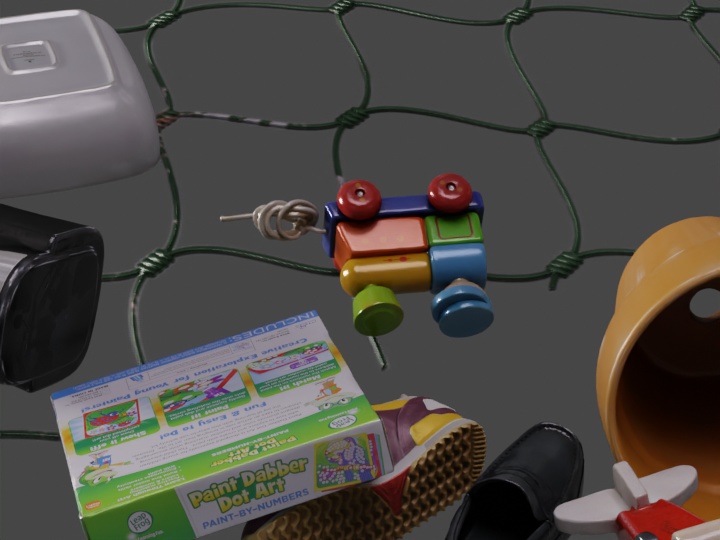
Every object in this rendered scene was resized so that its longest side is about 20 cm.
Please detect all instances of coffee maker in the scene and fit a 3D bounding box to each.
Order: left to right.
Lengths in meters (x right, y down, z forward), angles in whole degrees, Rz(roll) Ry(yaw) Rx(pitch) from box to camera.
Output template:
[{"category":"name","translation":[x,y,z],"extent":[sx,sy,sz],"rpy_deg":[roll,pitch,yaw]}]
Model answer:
[{"category":"coffee maker","translation":[-0.289,-0.006,1.592],"extent":[0.199,0.135,0.192],"rpy_deg":[17,39,18]}]

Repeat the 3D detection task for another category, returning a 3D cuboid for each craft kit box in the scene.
[{"category":"craft kit box","translation":[-0.096,0.106,1.456],"extent":[0.199,0.049,0.198],"rpy_deg":[-17,20,-7]}]

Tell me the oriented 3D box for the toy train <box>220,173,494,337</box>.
[{"category":"toy train","translation":[0.000,0.000,1.648],"extent":[0.199,0.085,0.116],"rpy_deg":[-4,51,-8]}]

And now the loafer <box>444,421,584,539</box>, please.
[{"category":"loafer","translation":[0.100,0.160,1.439],"extent":[0.068,0.071,0.201],"rpy_deg":[16,40,18]}]

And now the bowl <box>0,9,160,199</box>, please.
[{"category":"bowl","translation":[-0.272,-0.148,1.831],"extent":[0.199,0.075,0.200],"rpy_deg":[-8,39,-15]}]

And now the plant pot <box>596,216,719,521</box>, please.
[{"category":"plant pot","translation":[0.251,0.052,1.506],"extent":[0.199,0.201,0.183],"rpy_deg":[-1,22,-4]}]

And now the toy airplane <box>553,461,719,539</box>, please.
[{"category":"toy airplane","translation":[0.197,0.199,1.357],"extent":[0.199,0.142,0.199],"rpy_deg":[-10,12,35]}]

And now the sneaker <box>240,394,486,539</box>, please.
[{"category":"sneaker","translation":[-0.013,0.144,1.467],"extent":[0.199,0.075,0.090],"rpy_deg":[-22,32,-35]}]
